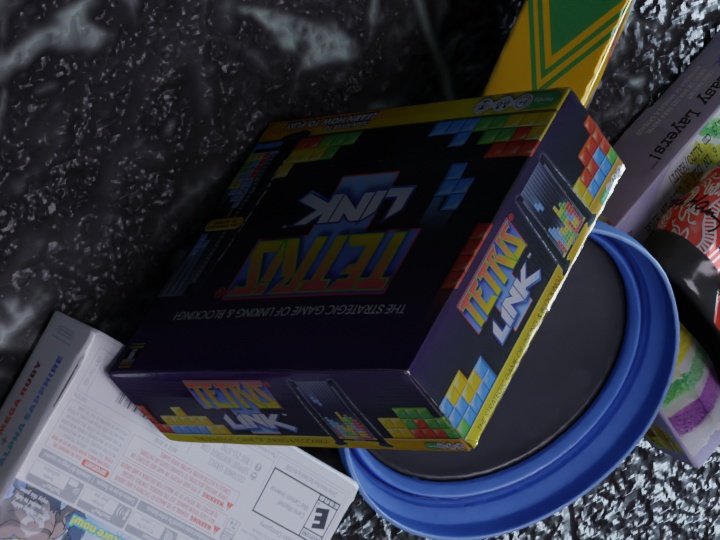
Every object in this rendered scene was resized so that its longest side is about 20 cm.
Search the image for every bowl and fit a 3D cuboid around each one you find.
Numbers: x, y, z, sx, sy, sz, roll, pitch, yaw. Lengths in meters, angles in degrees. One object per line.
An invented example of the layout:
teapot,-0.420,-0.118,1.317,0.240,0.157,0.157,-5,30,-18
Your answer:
bowl,0.075,0.053,1.177,0.199,0.039,0.202,-14,127,-19

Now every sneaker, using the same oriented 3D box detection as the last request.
sneaker,0.241,0.016,1.251,0.108,0.067,0.201,-50,126,-10

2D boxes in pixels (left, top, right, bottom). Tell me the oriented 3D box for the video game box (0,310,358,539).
video game box,-0.116,0.144,1.090,0.200,0.047,0.183,35,80,-40

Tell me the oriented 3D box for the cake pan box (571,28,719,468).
cake pan box,0.207,-0.015,1.290,0.200,0.052,0.185,-47,130,-16

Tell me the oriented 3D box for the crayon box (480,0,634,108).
crayon box,0.101,-0.111,1.127,0.127,0.051,0.201,18,96,-86

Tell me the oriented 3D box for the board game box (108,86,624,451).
board game box,0.000,0.000,1.005,0.057,0.199,0.166,51,55,-30
